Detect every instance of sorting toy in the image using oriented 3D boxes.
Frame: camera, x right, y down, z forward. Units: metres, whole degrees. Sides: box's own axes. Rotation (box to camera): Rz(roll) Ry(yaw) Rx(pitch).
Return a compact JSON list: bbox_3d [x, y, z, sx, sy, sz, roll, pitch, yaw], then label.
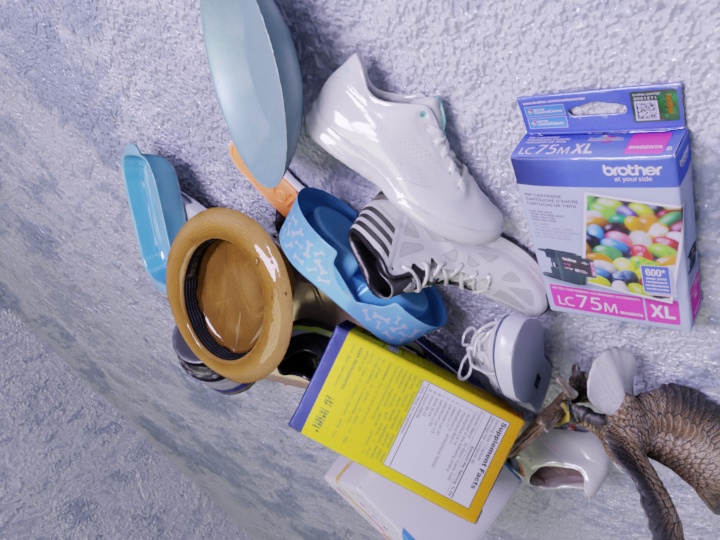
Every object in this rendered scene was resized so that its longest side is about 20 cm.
[{"bbox_3d":[-0.043,0.075,0.778,0.184,0.037,0.201,13,121,7],"label":"sorting toy"}]

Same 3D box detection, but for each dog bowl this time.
[{"bbox_3d":[0.000,0.000,0.637,0.200,0.112,0.050,41,114,-9],"label":"dog bowl"}]

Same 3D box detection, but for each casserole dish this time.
[{"bbox_3d":[-0.265,-0.069,0.815,0.121,0.039,0.201,16,119,49],"label":"casserole dish"}]

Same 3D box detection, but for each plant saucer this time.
[{"bbox_3d":[-0.090,-0.175,0.545,0.201,0.039,0.202,51,152,41],"label":"plant saucer"}]

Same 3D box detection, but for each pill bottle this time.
[{"bbox_3d":[-0.233,0.133,1.012,0.112,0.112,0.200,30,164,15],"label":"pill bottle"}]

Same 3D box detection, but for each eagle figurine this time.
[{"bbox_3d":[0.267,0.174,0.572,0.200,0.152,0.151,38,-165,31],"label":"eagle figurine"}]

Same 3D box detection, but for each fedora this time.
[{"bbox_3d":[-0.133,0.024,0.704,0.200,0.082,0.202,9,107,31],"label":"fedora"}]

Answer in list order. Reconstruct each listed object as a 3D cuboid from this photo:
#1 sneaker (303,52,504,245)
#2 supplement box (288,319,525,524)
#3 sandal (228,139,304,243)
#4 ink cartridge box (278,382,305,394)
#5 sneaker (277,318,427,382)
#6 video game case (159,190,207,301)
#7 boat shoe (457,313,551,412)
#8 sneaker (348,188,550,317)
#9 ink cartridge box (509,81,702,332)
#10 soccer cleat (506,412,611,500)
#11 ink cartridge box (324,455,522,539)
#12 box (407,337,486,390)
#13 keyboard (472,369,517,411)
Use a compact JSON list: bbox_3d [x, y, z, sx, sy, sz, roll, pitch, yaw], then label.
[{"bbox_3d":[0.053,-0.101,0.521,0.200,0.075,0.089,34,118,-7],"label":"sneaker"},{"bbox_3d":[0.045,0.144,0.625,0.199,0.109,0.110,27,-179,5],"label":"supplement box"},{"bbox_3d":[-0.085,-0.062,0.709,0.207,0.059,0.079,42,149,-6],"label":"sandal"},{"bbox_3d":[-0.115,0.076,0.890,0.200,0.084,0.145,48,147,-12],"label":"ink cartridge box"},{"bbox_3d":[-0.013,0.122,0.726,0.199,0.083,0.072,14,122,6],"label":"sneaker"},{"bbox_3d":[-0.248,-0.016,0.868,0.182,0.023,0.201,32,131,42],"label":"video game case"},{"bbox_3d":[0.137,0.086,0.620,0.086,0.075,0.202,17,167,28],"label":"boat shoe"},{"bbox_3d":[0.075,0.007,0.576,0.200,0.115,0.076,33,146,10],"label":"sneaker"},{"bbox_3d":[0.189,-0.041,0.474,0.119,0.042,0.201,8,135,39],"label":"ink cartridge box"},{"bbox_3d":[0.195,0.217,0.742,0.199,0.078,0.069,0,133,41],"label":"soccer cleat"},{"bbox_3d":[0.067,0.261,0.779,0.147,0.145,0.200,44,160,0],"label":"ink cartridge box"},{"bbox_3d":[0.088,0.148,0.811,0.121,0.032,0.200,38,151,10],"label":"box"},{"bbox_3d":[0.170,0.162,0.777,0.056,0.011,0.201,14,141,27],"label":"keyboard"}]
